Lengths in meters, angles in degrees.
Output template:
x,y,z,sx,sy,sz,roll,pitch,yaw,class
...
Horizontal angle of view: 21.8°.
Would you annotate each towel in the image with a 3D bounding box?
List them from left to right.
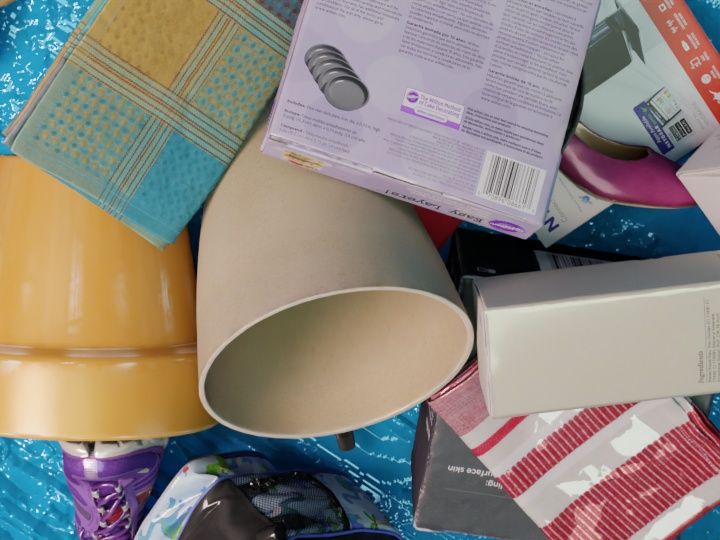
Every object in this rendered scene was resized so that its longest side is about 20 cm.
x,y,z,sx,sy,sz,roll,pitch,yaw,class
-0.123,-0.129,1.215,0.146,0.022,0.201,36,87,-36,towel
0.162,0.118,1.309,0.144,0.023,0.200,-38,106,12,towel

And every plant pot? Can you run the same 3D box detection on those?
x,y,z,sx,sy,sz,roll,pitch,yaw,class
-0.193,0.012,1.312,0.198,0.200,0.185,2,94,-1,plant pot
-0.035,-0.020,1.280,0.185,0.202,0.188,-10,149,-6,plant pot

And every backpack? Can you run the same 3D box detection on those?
x,y,z,sx,sy,sz,roll,pitch,yaw,class
-0.073,0.224,1.384,0.147,0.199,0.184,42,112,32,backpack

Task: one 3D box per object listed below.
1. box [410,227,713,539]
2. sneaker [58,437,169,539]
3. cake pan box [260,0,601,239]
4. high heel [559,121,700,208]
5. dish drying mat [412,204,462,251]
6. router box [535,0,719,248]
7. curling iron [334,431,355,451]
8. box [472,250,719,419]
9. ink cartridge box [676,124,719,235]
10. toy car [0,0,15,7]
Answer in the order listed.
x,y,z,sx,sy,sz,roll,pitch,yaw,class
0.147,0.091,1.372,0.194,0.118,0.202,9,108,-4,box
-0.176,0.161,1.352,0.080,0.200,0.084,1,71,-1,sneaker
0.053,-0.136,1.220,0.198,0.052,0.186,16,78,-7,cake pan box
0.154,-0.105,1.280,0.198,0.067,0.097,14,106,-8,high heel
0.000,0.000,1.372,0.077,0.018,0.201,38,94,-16,dish drying mat
0.149,-0.148,1.325,0.179,0.049,0.201,-35,106,10,router box
-0.041,0.044,1.400,0.049,0.026,0.202,-21,107,-1,curling iron
0.176,0.040,1.233,0.198,0.068,0.083,-5,109,-2,box
0.334,-0.080,1.287,0.200,0.083,0.145,-45,108,-19,ink cartridge box
-0.253,-0.219,1.252,0.164,0.158,0.200,37,116,-23,toy car
